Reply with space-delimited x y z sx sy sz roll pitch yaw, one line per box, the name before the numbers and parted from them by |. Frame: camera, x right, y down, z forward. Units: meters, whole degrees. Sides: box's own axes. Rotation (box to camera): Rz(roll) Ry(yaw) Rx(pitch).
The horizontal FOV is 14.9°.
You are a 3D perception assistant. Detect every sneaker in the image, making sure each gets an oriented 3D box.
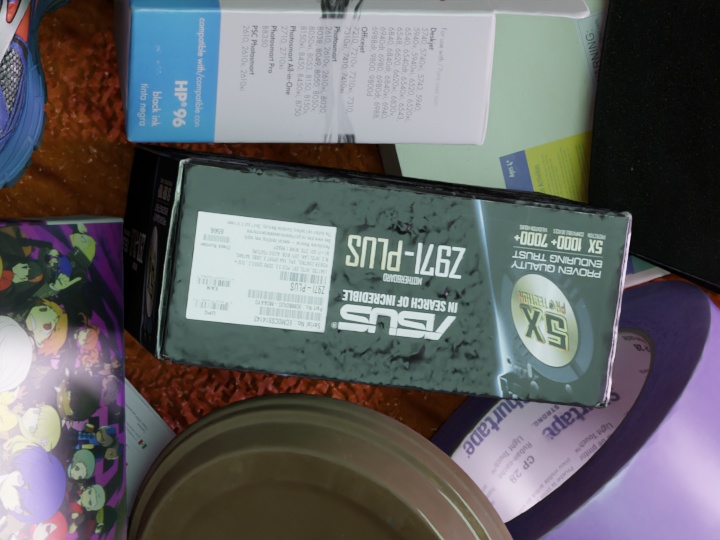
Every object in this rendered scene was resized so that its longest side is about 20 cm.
sneaker | -0.172 -0.111 1.183 0.079 0.075 0.201 52 43 -51

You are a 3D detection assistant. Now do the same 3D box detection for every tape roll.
tape roll | 0.106 0.103 1.264 0.200 0.200 0.085 -45 106 -13

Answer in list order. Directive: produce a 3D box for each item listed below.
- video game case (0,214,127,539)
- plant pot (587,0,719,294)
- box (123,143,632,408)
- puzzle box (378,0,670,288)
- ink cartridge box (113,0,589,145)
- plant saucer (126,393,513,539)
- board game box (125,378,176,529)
video game case | -0.180 0.079 1.174 0.180 0.036 0.202 -2 93 -41
plant pot | 0.222 -0.061 1.295 0.199 0.200 0.178 22 91 -31
box | 0.000 0.000 1.220 0.198 0.164 0.087 6 94 -12
puzzle box | 0.070 -0.076 1.334 0.132 0.025 0.201 -17 99 -20
ink cartridge box | -0.008 -0.109 1.226 0.198 0.116 0.068 0 120 -8
plant saucer | -0.019 0.151 1.200 0.029 0.199 0.201 -39 110 -58
board game box | -0.150 0.095 1.252 0.126 0.035 0.200 -44 107 -14
